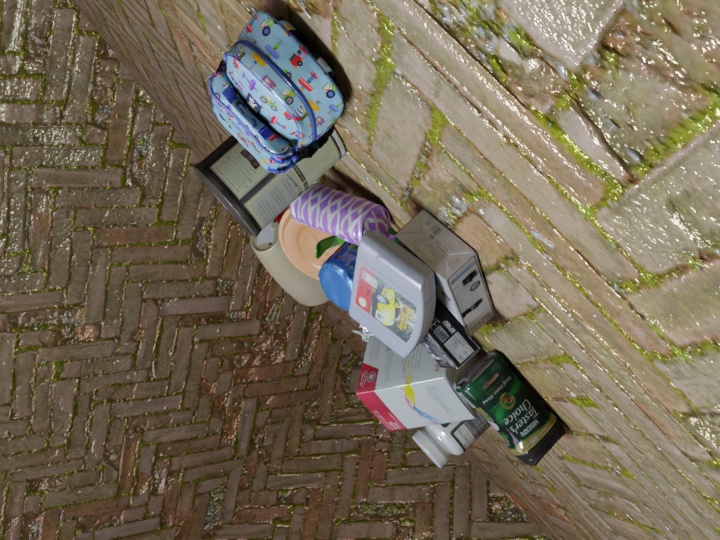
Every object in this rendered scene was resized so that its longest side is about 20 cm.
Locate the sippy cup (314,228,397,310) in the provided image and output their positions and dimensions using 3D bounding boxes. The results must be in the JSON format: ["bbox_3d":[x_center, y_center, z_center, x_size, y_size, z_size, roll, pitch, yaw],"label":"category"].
[{"bbox_3d":[0.000,0.000,1.472,0.177,0.130,0.140,-8,113,51],"label":"sippy cup"}]

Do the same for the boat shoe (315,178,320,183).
[{"bbox_3d":[-0.116,-0.207,1.521,0.201,0.073,0.064,-131,32,-69],"label":"boat shoe"}]

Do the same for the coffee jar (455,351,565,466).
[{"bbox_3d":[0.273,0.252,1.491,0.200,0.104,0.085,47,168,-3],"label":"coffee jar"}]

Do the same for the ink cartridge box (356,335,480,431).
[{"bbox_3d":[0.120,0.207,1.619,0.199,0.146,0.145,-15,131,30],"label":"ink cartridge box"}]

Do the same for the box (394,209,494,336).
[{"bbox_3d":[0.130,0.009,1.241,0.117,0.060,0.200,43,171,31],"label":"box"}]

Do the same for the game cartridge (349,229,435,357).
[{"bbox_3d":[0.047,0.043,1.220,0.133,0.041,0.201,33,145,19],"label":"game cartridge"}]

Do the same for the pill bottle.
[{"bbox_3d":[0.218,0.337,1.847,0.116,0.200,0.116,47,172,9],"label":"pill bottle"}]

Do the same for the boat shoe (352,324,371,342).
[{"bbox_3d":[0.025,0.119,1.758,0.075,0.086,0.203,96,149,-75],"label":"boat shoe"}]

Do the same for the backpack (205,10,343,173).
[{"bbox_3d":[-0.112,-0.237,1.096,0.183,0.134,0.200,47,169,-4],"label":"backpack"}]

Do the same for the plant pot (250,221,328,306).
[{"bbox_3d":[-0.148,-0.042,1.843,0.187,0.188,0.200,40,-176,41],"label":"plant pot"}]

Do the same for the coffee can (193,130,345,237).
[{"bbox_3d":[-0.143,-0.173,1.312,0.146,0.200,0.146,46,172,9],"label":"coffee can"}]

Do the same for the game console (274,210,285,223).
[{"bbox_3d":[-0.091,-0.086,1.752,0.200,0.119,0.173,41,169,42],"label":"game console"}]

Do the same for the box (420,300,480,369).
[{"bbox_3d":[0.094,0.069,1.323,0.200,0.050,0.158,49,173,2],"label":"box"}]

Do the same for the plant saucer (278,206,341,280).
[{"bbox_3d":[-0.064,-0.054,1.585,0.201,0.199,0.032,51,-146,-22],"label":"plant saucer"}]

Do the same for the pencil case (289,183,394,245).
[{"bbox_3d":[-0.037,-0.094,1.432,0.199,0.084,0.086,24,159,42],"label":"pencil case"}]
